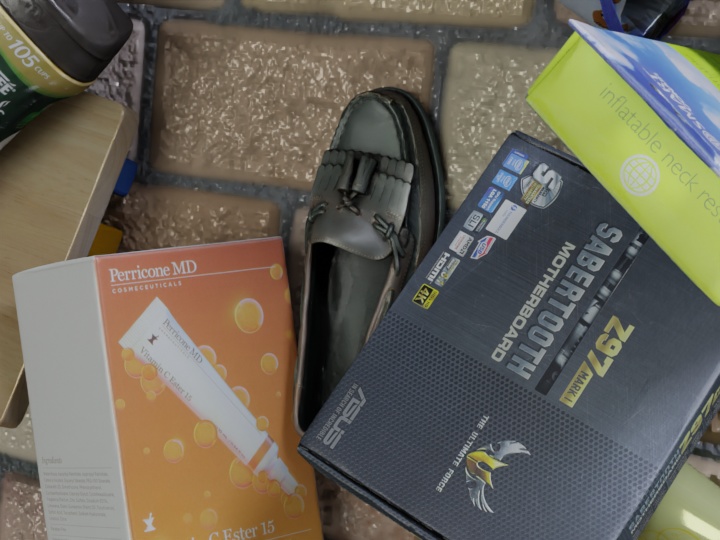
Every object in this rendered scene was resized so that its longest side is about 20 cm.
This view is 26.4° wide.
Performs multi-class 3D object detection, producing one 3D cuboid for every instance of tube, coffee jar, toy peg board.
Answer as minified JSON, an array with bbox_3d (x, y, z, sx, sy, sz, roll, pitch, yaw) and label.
[{"bbox_3d":[0.164,0.127,0.753,0.200,0.058,0.052,37,100,22],"label":"tube"},{"bbox_3d":[-0.230,-0.108,0.873,0.200,0.085,0.104,-39,102,13],"label":"coffee jar"},{"bbox_3d":[-0.233,-0.023,0.969,0.200,0.098,0.199,20,87,27],"label":"toy peg board"}]

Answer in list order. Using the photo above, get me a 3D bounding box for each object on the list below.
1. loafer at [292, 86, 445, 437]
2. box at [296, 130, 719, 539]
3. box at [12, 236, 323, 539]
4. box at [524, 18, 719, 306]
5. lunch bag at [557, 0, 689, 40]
[{"bbox_3d":[0.000,0.000,0.835,0.072,0.063,0.200,9,98,30],"label":"loafer"},{"bbox_3d":[0.089,0.050,0.746,0.158,0.051,0.200,31,80,25],"label":"box"},{"bbox_3d":[-0.105,0.089,0.855,0.097,0.124,0.200,-9,89,51],"label":"box"},{"bbox_3d":[0.153,-0.046,0.662,0.122,0.200,0.048,49,115,19],"label":"box"},{"bbox_3d":[0.078,-0.203,0.711,0.170,0.200,0.124,36,79,25],"label":"lunch bag"}]
